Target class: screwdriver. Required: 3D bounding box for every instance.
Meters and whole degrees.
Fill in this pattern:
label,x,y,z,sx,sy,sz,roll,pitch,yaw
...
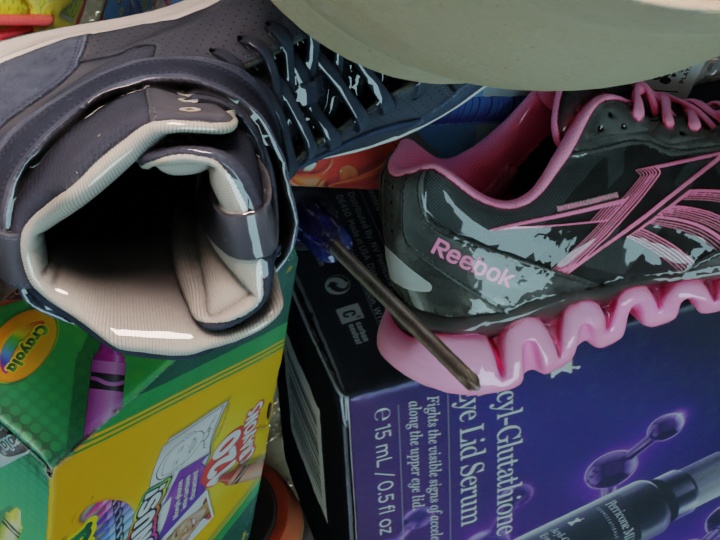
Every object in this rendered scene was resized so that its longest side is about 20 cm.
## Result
label,x,y,z,sx,sy,sz,roll,pitch,yaw
screwdriver,0.000,0.000,0.947,0.029,0.200,0.028,34,95,-36

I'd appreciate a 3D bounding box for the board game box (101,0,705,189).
label,x,y,z,sx,sy,sz,roll,pitch,yaw
board game box,0.033,-0.115,0.942,0.195,0.056,0.200,1,134,-27

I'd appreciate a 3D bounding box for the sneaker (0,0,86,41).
label,x,y,z,sx,sy,sz,roll,pitch,yaw
sneaker,-0.122,-0.048,0.914,0.078,0.090,0.200,0,133,-23

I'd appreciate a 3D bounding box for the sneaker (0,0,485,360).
label,x,y,z,sx,sy,sz,roll,pitch,yaw
sneaker,-0.016,-0.043,0.829,0.202,0.146,0.077,-22,112,-10

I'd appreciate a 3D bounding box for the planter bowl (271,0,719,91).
label,x,y,z,sx,sy,sz,roll,pitch,yaw
planter bowl,0.038,-0.129,0.762,0.200,0.201,0.135,0,158,-25

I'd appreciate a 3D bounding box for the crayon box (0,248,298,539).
label,x,y,z,sx,sy,sz,roll,pitch,yaw
crayon box,-0.089,0.066,1.013,0.119,0.058,0.200,-42,160,-29

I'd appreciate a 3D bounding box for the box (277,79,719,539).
label,x,y,z,sx,sy,sz,roll,pitch,yaw
box,0.073,0.032,1.082,0.199,0.104,0.148,-15,138,-9

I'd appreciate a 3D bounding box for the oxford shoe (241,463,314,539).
label,x,y,z,sx,sy,sz,roll,pitch,yaw
oxford shoe,-0.101,0.152,1.157,0.200,0.071,0.073,-29,146,7

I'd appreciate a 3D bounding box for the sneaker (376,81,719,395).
label,x,y,z,sx,sy,sz,roll,pitch,yaw
sneaker,0.093,-0.033,0.969,0.199,0.079,0.096,-20,114,-17
